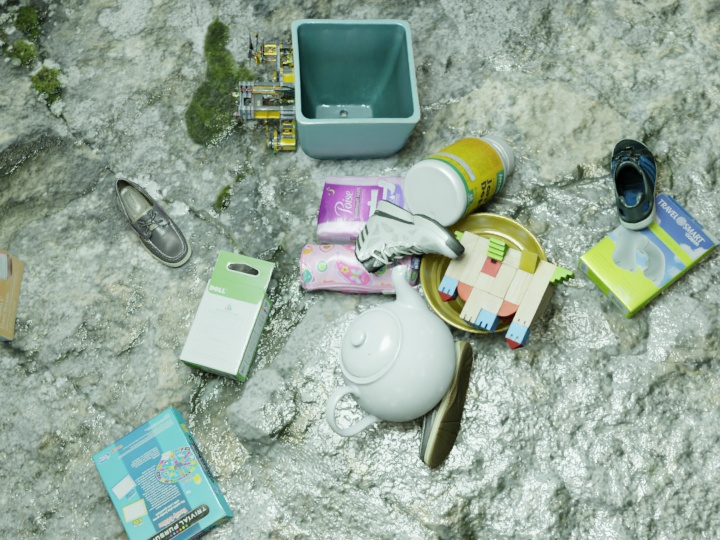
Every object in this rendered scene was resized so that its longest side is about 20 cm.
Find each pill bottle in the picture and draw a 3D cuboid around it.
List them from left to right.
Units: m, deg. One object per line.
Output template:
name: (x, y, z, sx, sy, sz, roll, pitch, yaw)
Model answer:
pill bottle: (0.168, -0.153, 1.311, 0.113, 0.113, 0.200, 37, 42, 19)

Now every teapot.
teapot: (0.036, 0.130, 1.220, 0.197, 0.146, 0.200, -31, 49, 27)

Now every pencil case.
pencil case: (0.000, 0.000, 1.336, 0.200, 0.087, 0.088, 4, 71, 9)

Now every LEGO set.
LEGO set: (-0.174, -0.314, 1.438, 0.116, 0.154, 0.200, 0, 75, -6)

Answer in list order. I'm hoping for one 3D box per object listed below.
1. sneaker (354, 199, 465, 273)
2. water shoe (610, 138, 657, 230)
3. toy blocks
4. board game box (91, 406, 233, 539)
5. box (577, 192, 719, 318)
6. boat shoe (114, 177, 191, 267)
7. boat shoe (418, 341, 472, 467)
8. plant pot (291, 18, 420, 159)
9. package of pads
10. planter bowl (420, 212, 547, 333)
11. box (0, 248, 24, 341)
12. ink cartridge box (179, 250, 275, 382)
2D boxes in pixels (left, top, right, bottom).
sneaker: (0.067, -0.030, 1.240, 0.115, 0.076, 0.200, -54, 40, -6)
water shoe: (0.442, -0.159, 1.299, 0.071, 0.079, 0.200, -11, 47, 20)
toy blocks: (0.201, 0.033, 1.207, 0.200, 0.100, 0.137, 24, 85, 27)
board game box: (-0.317, 0.344, 1.283, 0.151, 0.047, 0.200, -32, 69, -3)
box: (0.467, -0.031, 1.295, 0.200, 0.048, 0.122, -38, 70, -5)
boat shoe: (-0.379, -0.088, 1.437, 0.072, 0.065, 0.200, -38, 70, -7)
boat shoe: (0.123, 0.205, 1.259, 0.065, 0.073, 0.200, 9, 73, 34)
plant pot: (-0.018, -0.284, 1.370, 0.196, 0.200, 0.196, -2, 69, -7)
package of pads: (0.030, -0.099, 1.372, 0.200, 0.076, 0.121, 3, 68, 10)
planter bowl: (0.199, 0.014, 1.301, 0.200, 0.083, 0.201, -2, 71, 7)
box: (-0.683, 0.026, 1.372, 0.106, 0.200, 0.152, -2, 71, 8)
ink cartridge box: (-0.216, 0.076, 1.356, 0.104, 0.059, 0.200, 14, 73, 13)
